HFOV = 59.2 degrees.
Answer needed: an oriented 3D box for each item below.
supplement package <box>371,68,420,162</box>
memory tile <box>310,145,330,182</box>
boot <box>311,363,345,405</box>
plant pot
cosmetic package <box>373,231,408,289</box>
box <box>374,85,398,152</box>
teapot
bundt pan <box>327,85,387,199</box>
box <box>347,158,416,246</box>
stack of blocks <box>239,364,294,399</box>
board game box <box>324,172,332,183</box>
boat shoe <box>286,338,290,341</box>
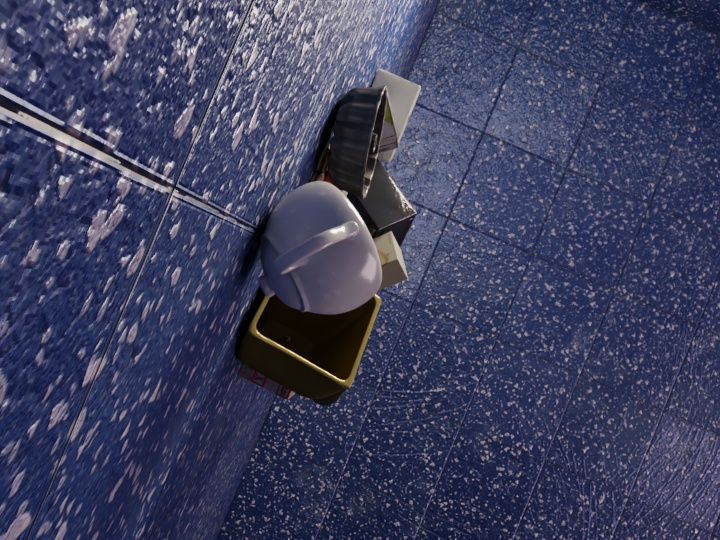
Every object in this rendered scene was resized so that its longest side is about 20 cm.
[{"bbox_3d":[0.063,-0.391,1.607,0.117,0.116,0.201,-64,176,-75],"label":"supplement package"},{"bbox_3d":[-0.079,-0.170,1.244,0.200,0.017,0.154,-68,180,-81],"label":"memory tile"},{"bbox_3d":[-0.061,0.187,1.303,0.154,0.073,0.205,-31,-149,62],"label":"boot"},{"bbox_3d":[-0.111,0.118,1.150,0.200,0.195,0.195,-46,-163,51],"label":"plant pot"},{"bbox_3d":[0.000,0.000,1.458,0.104,0.199,0.073,-101,164,-47],"label":"cosmetic package"},{"bbox_3d":[0.046,-0.339,1.449,0.200,0.060,0.118,-33,110,-85],"label":"box"},{"bbox_3d":[-0.072,-0.015,0.862,0.145,0.197,0.201,-29,134,-18],"label":"teapot"},{"bbox_3d":[-0.008,-0.235,1.134,0.202,0.075,0.204,13,90,-86],"label":"bundt pan"},{"bbox_3d":[0.017,-0.144,1.569,0.123,0.199,0.200,-26,160,-24],"label":"box"},{"bbox_3d":[-0.164,0.201,1.358,0.200,0.114,0.059,-15,128,-77],"label":"stack of blocks"},{"bbox_3d":[-0.035,-0.207,1.323,0.200,0.040,0.154,115,-3,-77],"label":"board game box"},{"bbox_3d":[-0.136,0.150,1.525,0.200,0.065,0.071,-51,-167,-34],"label":"boat shoe"}]
